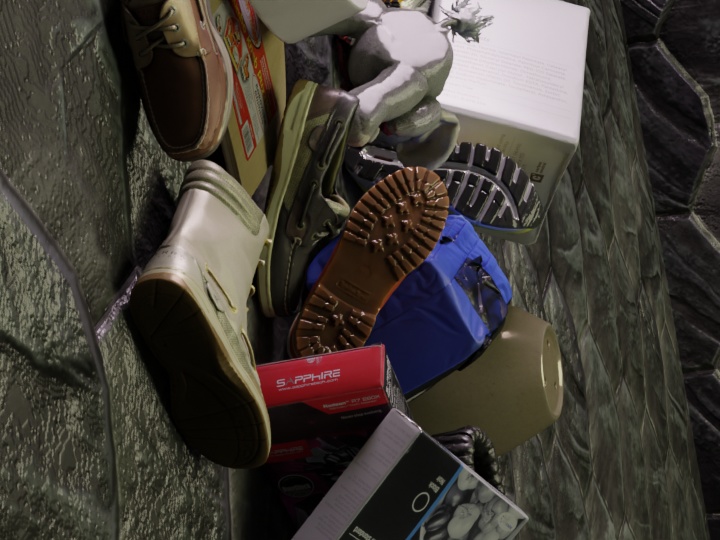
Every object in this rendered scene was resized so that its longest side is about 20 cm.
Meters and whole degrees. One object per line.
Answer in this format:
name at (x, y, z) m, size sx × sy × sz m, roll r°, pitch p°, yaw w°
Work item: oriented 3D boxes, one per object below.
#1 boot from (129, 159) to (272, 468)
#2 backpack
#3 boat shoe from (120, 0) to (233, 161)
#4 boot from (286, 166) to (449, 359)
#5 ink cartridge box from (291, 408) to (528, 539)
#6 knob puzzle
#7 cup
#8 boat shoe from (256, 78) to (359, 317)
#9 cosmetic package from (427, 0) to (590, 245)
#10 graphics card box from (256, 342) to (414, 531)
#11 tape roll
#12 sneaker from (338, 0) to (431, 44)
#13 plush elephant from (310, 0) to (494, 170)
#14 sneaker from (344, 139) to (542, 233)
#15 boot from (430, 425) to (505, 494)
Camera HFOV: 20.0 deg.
boot at (-0.102, 0.035, 1.525) m, size 0.155 × 0.072 × 0.201 m, roll -76°, pitch 152°, yaw -48°
backpack at (0.050, 0.020, 1.872) m, size 0.168 × 0.162 × 0.200 m, roll 63°, pitch 21°, yaw -3°
boat shoe at (-0.143, -0.177, 1.472) m, size 0.072 × 0.075 × 0.201 m, roll 25°, pitch 52°, yaw -66°
boot at (0.000, 0.000, 1.742) m, size 0.200 × 0.075 × 0.107 m, roll -55°, pitch -177°, yaw -13°
ink cartridge box at (0.023, 0.235, 1.656) m, size 0.200 × 0.043 × 0.198 m, roll -51°, pitch 139°, yaw -1°
knob puzzle at (-0.101, -0.175, 1.662) m, size 0.220 × 0.030 × 0.221 m, roll -5°, pitch 90°, yaw -74°
cup at (0.134, 0.111, 2.148) m, size 0.200 × 0.142 × 0.202 m, roll -6°, pitch 90°, yaw -74°
boat shoe at (-0.042, -0.055, 1.692) m, size 0.072 × 0.066 × 0.202 m, roll -27°, pitch 127°, yaw -76°
cosmetic package at (0.131, -0.168, 2.095) m, size 0.168 × 0.165 × 0.201 m, roll 109°, pitch -7°, yaw -50°
graphics card box at (-0.014, 0.151, 1.682) m, size 0.200 × 0.125 × 0.051 m, roll 68°, pitch 16°, yaw -44°
tape roll at (-0.067, -0.288, 1.652) m, size 0.203 × 0.071 × 0.203 m, roll 60°, pitch 14°, yaw -26°
sneaker at (0.025, -0.244, 2.044) m, size 0.200 × 0.077 × 0.083 m, roll -58°, pitch 146°, yaw -51°
plush elephant at (0.017, -0.167, 1.865) m, size 0.165 × 0.199 × 0.155 m, roll 56°, pitch -32°, yaw 23°
sneaker at (0.084, -0.078, 1.981) m, size 0.090 × 0.199 × 0.078 m, roll 78°, pitch 35°, yaw -63°
boot at (0.059, 0.220, 1.841) m, size 0.211 × 0.157 × 0.080 m, roll 63°, pitch 27°, yaw -49°
